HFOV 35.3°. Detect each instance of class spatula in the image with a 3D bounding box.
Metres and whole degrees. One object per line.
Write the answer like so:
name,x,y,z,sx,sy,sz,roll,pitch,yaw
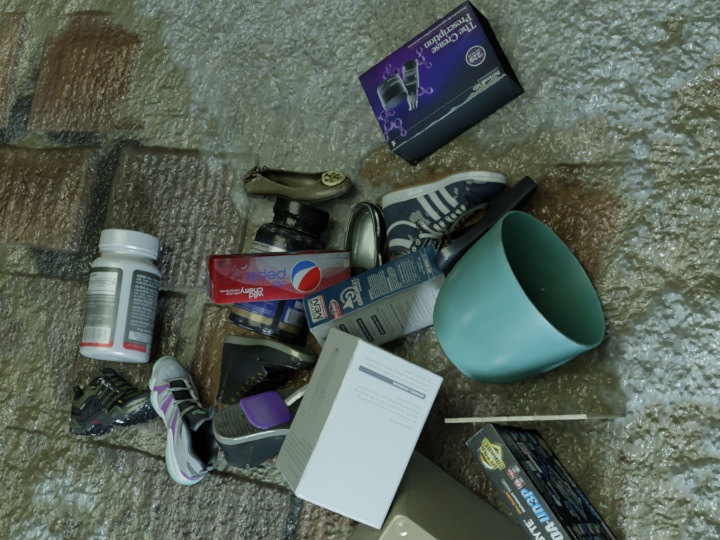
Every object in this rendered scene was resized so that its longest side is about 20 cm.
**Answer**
spatula,-0.074,0.170,1.607,0.198,0.021,0.057,-23,59,-20

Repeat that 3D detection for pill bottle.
pill bottle,-0.384,0.042,1.827,0.113,0.114,0.203,0,78,29
pill bottle,-0.115,-0.002,1.685,0.111,0.112,0.202,17,87,31

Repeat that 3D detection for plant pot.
plant pot,0.191,0.052,1.458,0.161,0.199,0.202,-39,62,31
plant pot,0.075,0.376,1.414,0.199,0.177,0.201,35,97,8

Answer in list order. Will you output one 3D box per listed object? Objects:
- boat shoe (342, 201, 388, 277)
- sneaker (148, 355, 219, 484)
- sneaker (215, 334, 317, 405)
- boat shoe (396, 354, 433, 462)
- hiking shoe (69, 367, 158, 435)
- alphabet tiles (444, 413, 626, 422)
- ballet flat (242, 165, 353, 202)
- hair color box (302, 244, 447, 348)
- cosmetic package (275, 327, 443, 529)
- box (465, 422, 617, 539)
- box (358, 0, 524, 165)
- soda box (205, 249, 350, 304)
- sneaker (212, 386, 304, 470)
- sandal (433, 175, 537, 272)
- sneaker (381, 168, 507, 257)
boat shoe,0.000,0.000,1.648,0.075,0.060,0.203,-2,79,24
sneaker,-0.252,0.212,1.707,0.140,0.077,0.202,-35,69,53
sneaker,-0.138,0.158,1.673,0.199,0.074,0.108,2,78,51
boat shoe,0.048,0.221,1.569,0.069,0.073,0.202,-24,63,31
hiking shoe,-0.396,0.201,1.819,0.198,0.075,0.102,-18,73,26
alphabet tiles,0.215,0.185,1.421,0.198,0.167,0.008,-5,82,29
ballet flat,-0.100,-0.138,1.734,0.198,0.067,0.047,5,117,35
hair color box,0.030,0.048,1.564,0.198,0.100,0.061,-22,51,6
cosmetic package,-0.007,0.194,1.436,0.122,0.199,0.202,25,87,-11
box,0.230,0.282,1.394,0.046,0.158,0.201,-43,62,16
box,0.115,-0.270,1.638,0.199,0.079,0.142,-33,67,19
soda box,-0.115,0.007,1.590,0.070,0.197,0.064,-163,71,-71
sneaker,-0.111,0.232,1.653,0.197,0.107,0.076,-7,55,-1
sandal,0.161,-0.064,1.521,0.043,0.076,0.200,42,58,13
sneaker,0.120,-0.071,1.591,0.198,0.070,0.110,-12,70,32
